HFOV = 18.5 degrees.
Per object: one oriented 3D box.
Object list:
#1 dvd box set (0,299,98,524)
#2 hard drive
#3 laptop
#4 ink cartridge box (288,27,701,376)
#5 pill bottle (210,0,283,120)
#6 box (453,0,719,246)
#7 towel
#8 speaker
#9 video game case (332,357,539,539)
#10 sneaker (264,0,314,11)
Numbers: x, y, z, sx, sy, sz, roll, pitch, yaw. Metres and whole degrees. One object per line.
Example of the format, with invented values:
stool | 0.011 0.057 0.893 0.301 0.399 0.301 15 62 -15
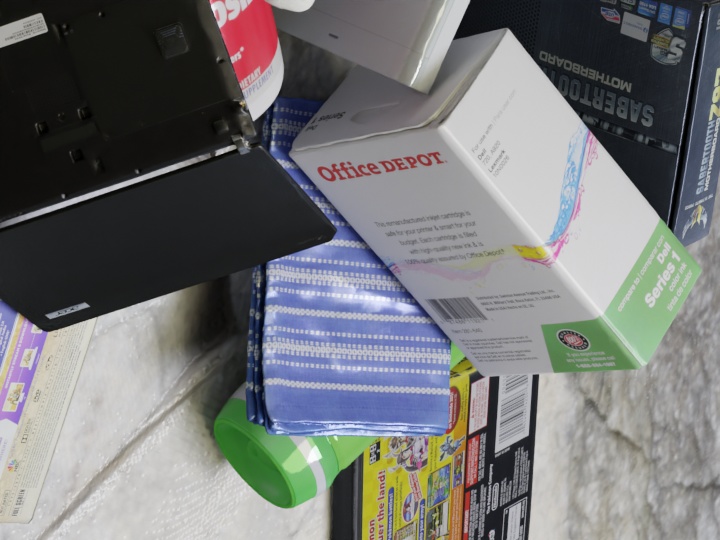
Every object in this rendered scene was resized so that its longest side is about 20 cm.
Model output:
dvd box set | -0.237 0.066 1.177 0.200 0.029 0.147 6 107 -49
hard drive | 0.029 -0.211 1.229 0.026 0.132 0.200 18 97 -48
laptop | -0.131 -0.073 1.115 0.103 0.177 0.200 -56 127 -74
ink cartridge box | 0.078 -0.035 1.284 0.200 0.145 0.084 48 60 -24
pill bottle | -0.110 -0.168 1.119 0.112 0.112 0.200 -37 134 -27
box | 0.129 -0.117 1.337 0.051 0.200 0.158 -22 127 -44
towel | 0.000 0.000 1.325 0.145 0.024 0.201 5 86 -34
speaker | 0.002 0.058 1.391 0.200 0.088 0.089 -41 136 -23
video game case | 0.053 0.155 1.546 0.181 0.025 0.200 -24 128 -37
sneaker | -0.005 -0.207 1.146 0.200 0.075 0.081 -51 154 -43
